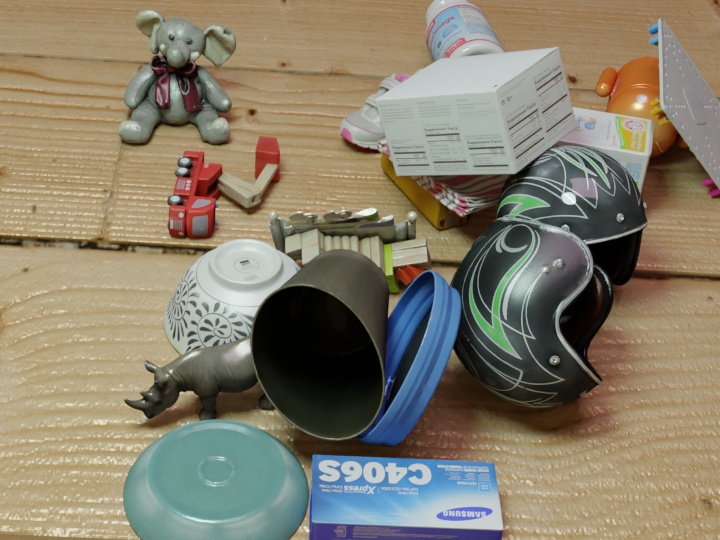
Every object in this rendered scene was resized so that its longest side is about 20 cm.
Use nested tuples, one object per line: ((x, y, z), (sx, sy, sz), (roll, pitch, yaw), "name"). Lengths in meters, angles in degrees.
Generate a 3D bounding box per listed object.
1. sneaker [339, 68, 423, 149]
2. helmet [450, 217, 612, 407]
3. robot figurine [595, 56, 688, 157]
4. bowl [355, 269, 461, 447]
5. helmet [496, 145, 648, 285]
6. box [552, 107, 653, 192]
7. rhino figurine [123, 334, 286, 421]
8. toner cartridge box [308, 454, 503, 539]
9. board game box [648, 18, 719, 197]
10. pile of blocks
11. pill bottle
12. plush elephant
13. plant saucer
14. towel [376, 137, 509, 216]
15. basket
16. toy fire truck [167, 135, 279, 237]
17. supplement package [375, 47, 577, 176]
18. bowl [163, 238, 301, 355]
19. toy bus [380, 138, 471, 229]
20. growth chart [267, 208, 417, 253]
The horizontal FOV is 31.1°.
((0.045, -0.250, 1.943), (0.081, 0.089, 0.199), (32, 45, 30), "sneaker")
((0.194, 0.055, 1.480), (0.198, 0.200, 0.193), (19, 83, 17), "helmet")
((0.433, -0.246, 1.965), (0.115, 0.145, 0.201), (-12, 30, 26), "robot figurine")
((0.052, 0.099, 1.421), (0.039, 0.202, 0.202), (25, 36, -11), "bowl")
((0.267, -0.065, 1.650), (0.197, 0.193, 0.201), (3, 37, -2), "helmet")
((0.307, -0.159, 1.840), (0.197, 0.114, 0.102), (10, 37, 9), "box")
((-0.169, 0.120, 1.447), (0.197, 0.088, 0.060), (-12, 40, -21), "rhino figurine")
((0.045, 0.244, 1.352), (0.197, 0.044, 0.096), (3, 39, -4), "toner cartridge box")
((0.480, -0.237, 1.898), (0.026, 0.200, 0.202), (-22, 39, 31), "board game box")
((0.000, 0.000, 1.637), (0.197, 0.082, 0.063), (5, 58, -12), "pile of blocks")
((0.165, -0.364, 2.087), (0.107, 0.110, 0.201), (-3, 38, -11), "pill bottle")
((-0.267, -0.297, 1.910), (0.162, 0.156, 0.201), (3, 38, -3), "plush elephant")
((-0.151, 0.221, 1.364), (0.197, 0.036, 0.201), (3, 38, -2), "plant saucer")
((0.135, -0.152, 1.774), (0.145, 0.030, 0.200), (-23, 46, -30), "towel")
((-0.032, 0.064, 1.435), (0.134, 0.182, 0.200), (-21, 16, 15), "basket")
((-0.185, -0.115, 1.777), (0.139, 0.049, 0.201), (5, 38, -1), "toy fire truck")
((0.150, -0.204, 1.675), (0.198, 0.112, 0.155), (3, 30, 42), "supplement package")
((-0.140, 0.025, 1.568), (0.197, 0.095, 0.202), (3, 38, -2), "bowl")
((0.091, -0.143, 1.834), (0.077, 0.066, 0.200), (-17, 44, -23), "toy bus")
((-0.020, -0.043, 1.644), (0.197, 0.145, 0.018), (-1, 63, -5), "growth chart")
